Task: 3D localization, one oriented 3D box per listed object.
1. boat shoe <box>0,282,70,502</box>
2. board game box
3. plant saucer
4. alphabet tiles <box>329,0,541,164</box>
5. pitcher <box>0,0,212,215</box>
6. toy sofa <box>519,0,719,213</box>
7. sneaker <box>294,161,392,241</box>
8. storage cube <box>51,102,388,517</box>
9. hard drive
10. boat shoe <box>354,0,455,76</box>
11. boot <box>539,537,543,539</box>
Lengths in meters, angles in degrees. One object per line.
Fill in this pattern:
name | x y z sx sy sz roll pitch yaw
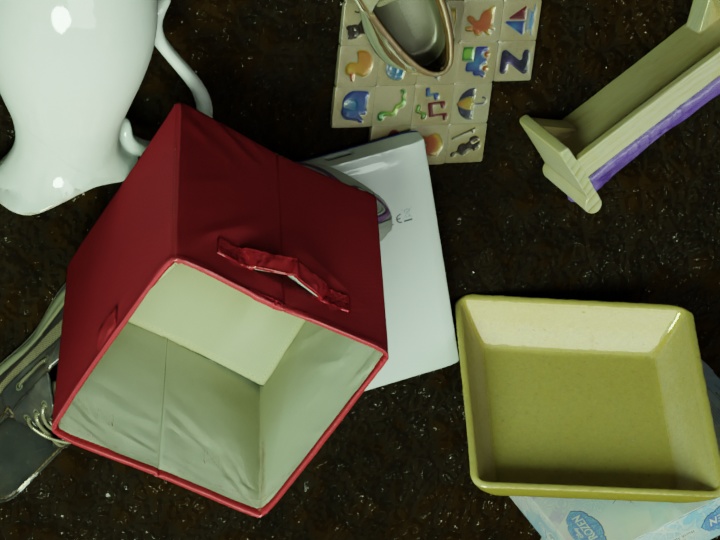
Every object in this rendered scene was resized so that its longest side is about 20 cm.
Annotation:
boat shoe | -0.231 0.092 1.672 0.074 0.073 0.201 25 102 -31
board game box | 0.225 0.156 1.831 0.198 0.200 0.044 -23 126 -12
plant saucer | 0.175 0.111 1.778 0.199 0.201 0.049 3 135 -6
alphabet tiles | 0.060 -0.175 1.714 0.166 0.008 0.201 -4 116 -23
pitcher | -0.180 -0.152 1.559 0.171 0.121 0.201 -14 129 -26
toy sofa | 0.235 -0.129 1.769 0.200 0.083 0.098 -37 122 -4
sneaker | -0.075 -0.025 1.678 0.199 0.075 0.100 -3 137 0
storage cube | -0.099 0.028 1.550 0.170 0.180 0.200 24 124 -21
hard drive | 0.000 0.000 1.754 0.131 0.025 0.201 -16 119 -10
boat shoe | 0.018 -0.223 1.625 0.076 0.072 0.200 -37 123 -4
boot | 0.199 0.258 1.931 0.073 0.096 0.201 8 110 -27
